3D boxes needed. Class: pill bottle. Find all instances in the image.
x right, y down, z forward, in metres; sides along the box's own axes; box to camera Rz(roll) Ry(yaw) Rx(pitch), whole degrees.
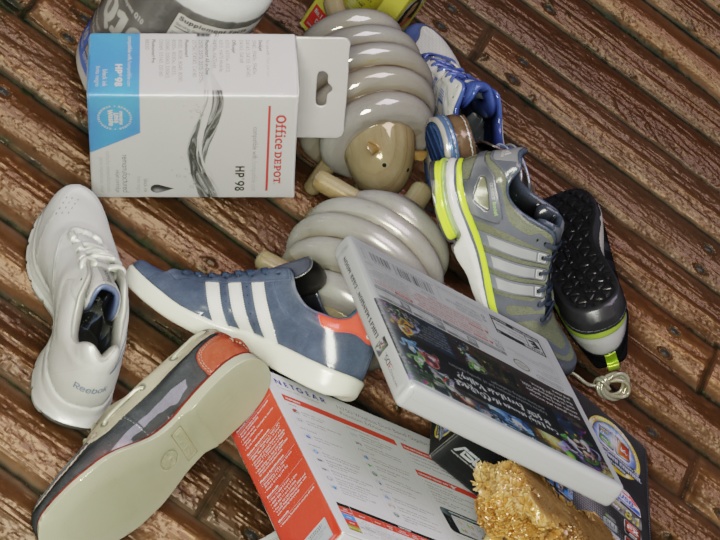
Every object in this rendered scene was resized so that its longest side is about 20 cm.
[{"bbox_3d":[-0.135,-0.212,1.764,0.113,0.200,0.114,19,46,-20],"label":"pill bottle"}]

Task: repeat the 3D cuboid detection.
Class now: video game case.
[{"bbox_3d":[0.081,0.070,1.600,0.199,0.023,0.182,28,22,-31],"label":"video game case"}]

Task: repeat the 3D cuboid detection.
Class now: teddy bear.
[{"bbox_3d":[0.148,0.209,1.597,0.200,0.067,0.145,32,22,-48],"label":"teddy bear"}]

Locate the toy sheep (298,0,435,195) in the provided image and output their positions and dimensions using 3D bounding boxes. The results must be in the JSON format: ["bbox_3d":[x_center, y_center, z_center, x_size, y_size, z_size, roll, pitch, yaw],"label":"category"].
[{"bbox_3d":[-0.004,-0.144,1.860,0.137,0.138,0.201,1,55,-34],"label":"toy sheep"}]

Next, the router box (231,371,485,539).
[{"bbox_3d":[0.017,0.170,1.595,0.199,0.049,0.180,26,22,-36],"label":"router box"}]

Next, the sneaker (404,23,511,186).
[{"bbox_3d":[0.087,-0.146,1.958,0.075,0.088,0.201,1,53,-31],"label":"sneaker"}]

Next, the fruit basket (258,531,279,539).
[{"bbox_3d":[-0.011,0.257,1.569,0.186,0.094,0.200,51,28,12],"label":"fruit basket"}]

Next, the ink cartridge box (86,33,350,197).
[{"bbox_3d":[-0.107,-0.117,1.726,0.198,0.116,0.067,0,50,-4],"label":"ink cartridge box"}]

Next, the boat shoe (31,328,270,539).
[{"bbox_3d":[-0.152,0.116,1.558,0.200,0.071,0.062,-42,48,-17],"label":"boat shoe"}]

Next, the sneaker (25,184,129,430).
[{"bbox_3d":[-0.193,0.015,1.629,0.074,0.087,0.201,10,49,-26],"label":"sneaker"}]

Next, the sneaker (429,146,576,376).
[{"bbox_3d":[0.124,-0.004,1.724,0.201,0.080,0.074,62,22,-21],"label":"sneaker"}]

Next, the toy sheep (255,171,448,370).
[{"bbox_3d":[0.000,0.000,1.734,0.137,0.138,0.201,36,60,-4],"label":"toy sheep"}]

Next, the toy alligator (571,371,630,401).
[{"bbox_3d":[0.123,0.068,1.831,0.199,0.060,0.054,16,7,-23],"label":"toy alligator"}]

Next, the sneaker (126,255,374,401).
[{"bbox_3d":[-0.074,0.020,1.643,0.199,0.085,0.075,24,-1,16],"label":"sneaker"}]

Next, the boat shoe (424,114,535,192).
[{"bbox_3d":[0.100,-0.071,1.823,0.072,0.200,0.073,-19,62,1],"label":"boat shoe"}]

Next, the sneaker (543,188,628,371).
[{"bbox_3d":[0.184,0.012,1.921,0.071,0.083,0.201,-16,37,7],"label":"sneaker"}]

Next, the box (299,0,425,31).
[{"bbox_3d":[0.028,-0.257,1.926,0.075,0.200,0.050,48,43,9],"label":"box"}]

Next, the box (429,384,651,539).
[{"bbox_3d":[0.139,0.139,1.731,0.200,0.044,0.161,40,28,-19],"label":"box"}]
